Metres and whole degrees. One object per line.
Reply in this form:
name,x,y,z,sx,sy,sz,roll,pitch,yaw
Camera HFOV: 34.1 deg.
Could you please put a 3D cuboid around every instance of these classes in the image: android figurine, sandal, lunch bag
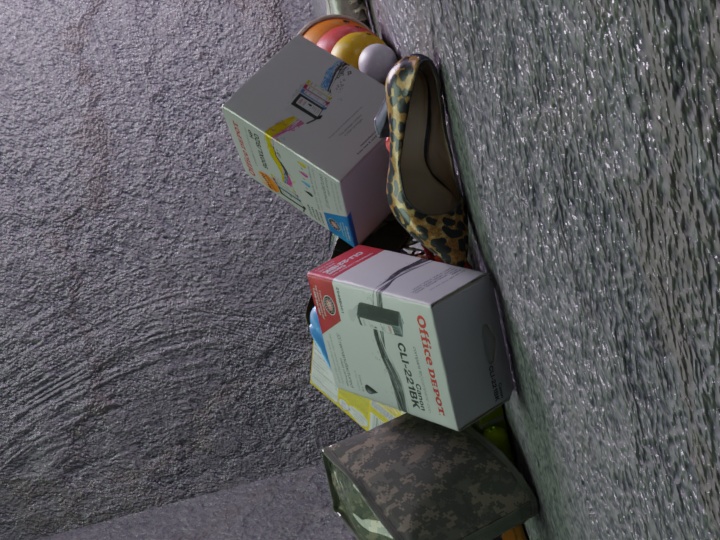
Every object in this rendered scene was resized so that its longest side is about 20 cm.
android figurine,0.128,0.175,1.384,0.182,0.041,0.200,41,151,57
sandal,0.000,0.000,1.486,0.200,0.082,0.055,-62,-17,-8
lunch bag,0.077,0.250,1.284,0.200,0.164,0.118,39,145,54

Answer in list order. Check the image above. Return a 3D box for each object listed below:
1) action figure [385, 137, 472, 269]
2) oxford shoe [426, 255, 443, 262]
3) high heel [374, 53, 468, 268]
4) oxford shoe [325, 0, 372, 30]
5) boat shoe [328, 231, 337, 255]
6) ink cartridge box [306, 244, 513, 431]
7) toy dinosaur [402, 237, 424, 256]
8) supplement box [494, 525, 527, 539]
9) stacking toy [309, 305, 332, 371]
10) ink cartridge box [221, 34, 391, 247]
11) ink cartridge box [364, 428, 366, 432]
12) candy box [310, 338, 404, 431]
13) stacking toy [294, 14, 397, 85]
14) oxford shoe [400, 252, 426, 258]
action figure,0.068,-0.090,1.265,0.052,0.065,0.200,-4,-102,-69
oxford shoe,0.094,0.034,1.366,0.073,0.071,0.200,59,-173,-9
high heel,0.071,-0.109,1.159,0.200,0.071,0.143,66,159,17
oxford shoe,-0.017,-0.393,1.687,0.058,0.075,0.200,13,117,41
boat shoe,-0.038,-0.118,1.614,0.075,0.093,0.200,-64,-12,-75
ink cartridge box,0.050,0.066,1.215,0.200,0.084,0.144,13,123,49
toy dinosaur,0.032,-0.038,1.618,0.181,0.200,0.105,15,-142,-56
supplement box,0.162,0.307,1.465,0.069,0.066,0.200,77,178,-49
stacking toy,0.028,0.087,1.441,0.116,0.110,0.200,60,-170,22
ink cartridge box,-0.043,-0.161,1.458,0.200,0.145,0.147,35,159,25
ink cartridge box,0.063,0.172,1.661,0.047,0.200,0.198,-1,105,52
candy box,0.005,0.156,1.535,0.200,0.026,0.102,37,132,37
stacking toy,0.000,-0.267,1.542,0.200,0.146,0.146,19,126,65
oxford shoe,0.035,0.066,1.553,0.071,0.073,0.200,-111,35,-68
